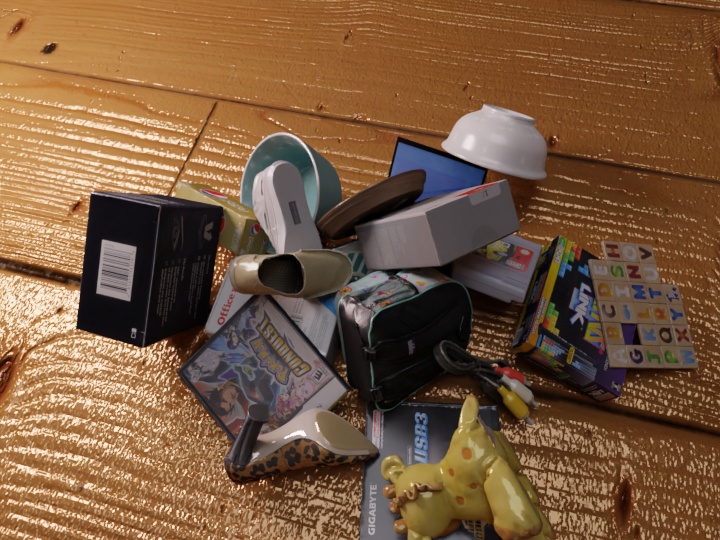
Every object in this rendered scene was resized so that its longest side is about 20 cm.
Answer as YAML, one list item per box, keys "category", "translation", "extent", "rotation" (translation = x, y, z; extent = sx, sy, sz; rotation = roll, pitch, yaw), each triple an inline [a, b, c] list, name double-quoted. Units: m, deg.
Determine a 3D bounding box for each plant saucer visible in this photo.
- category: "plant saucer"
  translation: [0.021, -0.100, 0.945]
  extent: [0.198, 0.200, 0.030]
  rotation: [-26, 84, -12]

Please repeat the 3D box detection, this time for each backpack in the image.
- category: "backpack"
  translation: [0.065, 0.084, 0.881]
  extent: [0.197, 0.179, 0.153]
  rotation: [-20, 28, -22]

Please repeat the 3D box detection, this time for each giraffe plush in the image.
- category: "giraffe plush"
  translation: [0.118, 0.275, 0.727]
  extent: [0.161, 0.201, 0.173]
  rotation: [-32, 26, 10]

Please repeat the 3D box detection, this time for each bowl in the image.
- category: "bowl"
  translation: [0.249, -0.237, 1.052]
  extent: [0.198, 0.092, 0.202]
  rotation: [13, 22, -5]
- category: "bowl"
  translation: [-0.108, -0.130, 1.029]
  extent: [0.104, 0.202, 0.201]
  rotation: [-3, 45, -50]

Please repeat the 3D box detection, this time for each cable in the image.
- category: "cable"
  translation: [0.185, 0.141, 0.856]
  extent: [0.050, 0.199, 0.098]
  rotation: [-32, 31, 32]

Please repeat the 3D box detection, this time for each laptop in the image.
- category: "laptop"
  translation: [0.104, -0.104, 1.032]
  extent: [0.175, 0.104, 0.202]
  rotation: [21, 62, 16]

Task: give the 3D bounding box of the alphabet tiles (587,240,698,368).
- category: "alphabet tiles"
  translation: [0.435, 0.051, 0.917]
  extent: [0.164, 0.008, 0.204]
  rotation: [3, 69, -18]

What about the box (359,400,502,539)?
- category: "box"
  translation: [0.100, 0.288, 0.830]
  extent: [0.195, 0.050, 0.203]
  rotation: [3, 59, 4]

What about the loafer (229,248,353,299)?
- category: "loafer"
  translation: [-0.088, 0.008, 0.859]
  extent: [0.197, 0.068, 0.077]
  rotation: [-6, 96, -33]

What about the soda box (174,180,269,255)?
- category: "soda box"
  translation: [-0.242, -0.092, 1.028]
  extent: [0.198, 0.067, 0.065]
  rotation: [29, 107, 34]

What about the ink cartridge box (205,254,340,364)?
- category: "ink cartridge box"
  translation: [-0.128, 0.071, 0.951]
  extent: [0.196, 0.085, 0.146]
  rotation: [12, 60, 8]

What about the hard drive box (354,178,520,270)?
- category: "hard drive box"
  translation: [0.108, -0.063, 0.879]
  extent: [0.154, 0.199, 0.078]
  rotation: [-23, 100, -28]

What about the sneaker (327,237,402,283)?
- category: "sneaker"
  translation: [0.000, 0.000, 0.996]
  extent: [0.197, 0.070, 0.095]
  rotation: [-21, 79, 0]

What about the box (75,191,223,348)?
- category: "box"
  translation: [-0.313, -0.010, 0.901]
  extent: [0.115, 0.200, 0.200]
  rotation: [12, 98, 11]

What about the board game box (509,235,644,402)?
- category: "board game box"
  translation: [0.337, 0.072, 0.911]
  extent: [0.163, 0.057, 0.202]
  rotation: [28, 63, -3]

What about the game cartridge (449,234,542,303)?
- category: "game cartridge"
  translation: [0.217, -0.018, 0.956]
  extent: [0.131, 0.042, 0.200]
  rotation: [17, 28, 17]

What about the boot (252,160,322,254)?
- category: "boot"
  translation: [-0.119, -0.066, 0.937]
  extent: [0.073, 0.095, 0.204]
  rotation: [-11, 94, -31]

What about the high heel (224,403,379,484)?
- category: "high heel"
  translation: [-0.085, 0.261, 0.824]
  extent: [0.197, 0.144, 0.072]
  rotation: [18, 31, -15]

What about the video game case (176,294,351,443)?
- category: "video game case"
  translation: [-0.143, 0.161, 0.865]
  extent: [0.181, 0.025, 0.200]
  rotation: [-44, 81, 3]
